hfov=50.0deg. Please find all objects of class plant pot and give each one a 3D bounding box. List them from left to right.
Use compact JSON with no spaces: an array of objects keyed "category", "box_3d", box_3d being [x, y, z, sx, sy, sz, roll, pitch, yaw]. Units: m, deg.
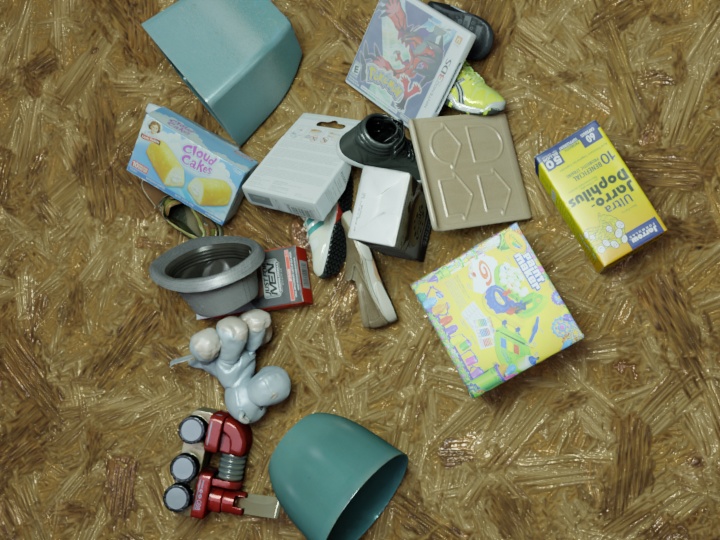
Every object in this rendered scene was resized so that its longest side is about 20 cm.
[{"category":"plant pot","box_3d":[-0.216,-0.377,1.338,0.200,0.196,0.196,-40,76,-2]},{"category":"plant pot","box_3d":[-0.048,0.323,1.225,0.161,0.200,0.201,35,93,26]}]

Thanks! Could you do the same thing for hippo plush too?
[{"category":"hippo plush","box_3d":[-0.208,0.175,1.290,0.199,0.159,0.161,-31,77,8]}]

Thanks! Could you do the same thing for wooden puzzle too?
[{"category":"wooden puzzle","box_3d":[0.173,-0.159,1.249,0.199,0.046,0.187,-8,81,-27]}]

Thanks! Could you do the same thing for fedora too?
[{"category":"fedora","box_3d":[-0.241,0.016,1.273,0.199,0.177,0.091,4,120,33]}]

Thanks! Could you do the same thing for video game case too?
[{"category":"video game case","box_3d":[0.077,-0.350,1.283,0.200,0.023,0.183,42,120,30]}]

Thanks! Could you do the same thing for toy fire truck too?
[{"category":"toy fire truck","box_3d":[-0.217,0.339,1.304,0.199,0.129,0.177,12,87,4]}]

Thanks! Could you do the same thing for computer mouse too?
[{"category":"computer mouse","box_3d":[0.145,-0.444,1.312,0.199,0.046,0.141,21,115,22]}]

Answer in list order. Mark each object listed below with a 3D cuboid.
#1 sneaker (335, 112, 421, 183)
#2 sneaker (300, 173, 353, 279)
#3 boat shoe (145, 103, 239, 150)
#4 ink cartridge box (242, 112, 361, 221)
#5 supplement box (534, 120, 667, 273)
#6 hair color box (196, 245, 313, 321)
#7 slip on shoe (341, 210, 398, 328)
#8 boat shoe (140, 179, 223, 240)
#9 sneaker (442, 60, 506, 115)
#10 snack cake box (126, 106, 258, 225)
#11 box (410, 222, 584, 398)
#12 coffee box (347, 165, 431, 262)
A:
[{"category":"sneaker","box_3d":[0.068,-0.196,1.251,0.199,0.099,0.071,10,72,-21]},{"category":"sneaker","box_3d":[-0.071,-0.086,1.336,0.093,0.070,0.201,4,83,26]},{"category":"boat shoe","box_3d":[-0.315,-0.240,1.405,0.199,0.072,0.062,30,98,13]},{"category":"ink cartridge box","box_3d":[-0.083,-0.182,1.318,0.159,0.047,0.200,15,56,32]},{"category":"supplement box","box_3d":[0.369,-0.111,1.203,0.108,0.109,0.201,-31,78,9]},{"category":"hair color box","box_3d":[-0.191,0.024,1.352,0.199,0.061,0.102,-11,83,13]},{"category":"slip on shoe","box_3d":[0.000,0.000,1.297,0.060,0.076,0.201,-22,92,5]},{"category":"boat shoe","box_3d":[-0.331,-0.119,1.397,0.200,0.068,0.072,38,95,15]},{"category":"sneaker","box_3d":[0.155,-0.321,1.275,0.199,0.075,0.077,33,125,19]},{"category":"snack cake box","box_3d":[-0.294,-0.184,1.354,0.199,0.067,0.115,30,118,2]},{"category":"box","box_3d":[0.216,0.066,1.216,0.192,0.122,0.201,-30,78,9]},{"category":"coffee box","box_3d":[0.056,-0.085,1.230,0.079,0.200,0.114,12,88,18]}]
